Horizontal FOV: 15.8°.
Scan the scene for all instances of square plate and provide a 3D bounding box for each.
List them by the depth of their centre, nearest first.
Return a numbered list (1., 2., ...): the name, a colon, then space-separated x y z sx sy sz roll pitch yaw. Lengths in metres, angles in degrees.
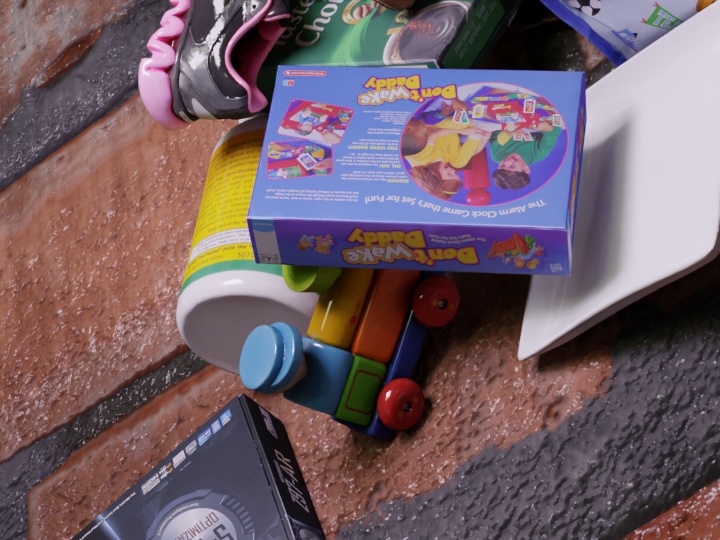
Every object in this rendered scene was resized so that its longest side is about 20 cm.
1. square plate: 0.176 -0.056 1.602 0.200 0.028 0.199 -33 36 52

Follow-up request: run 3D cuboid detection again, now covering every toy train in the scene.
1. toy train: 0.000 0.000 1.676 0.085 0.115 0.201 20 92 51

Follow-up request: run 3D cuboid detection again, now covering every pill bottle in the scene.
1. pill bottle: -0.056 -0.035 1.797 0.113 0.113 0.200 -20 45 35

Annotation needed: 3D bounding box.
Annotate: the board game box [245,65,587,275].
1. board game box: 0.038 -0.065 1.637 0.199 0.045 0.135 2 50 10

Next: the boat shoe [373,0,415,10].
1. boat shoe: -0.018 -0.222 1.774 0.068 0.072 0.200 -54 39 17

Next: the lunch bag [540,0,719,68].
1. lunch bag: 0.235 -0.232 1.648 0.200 0.124 0.170 -21 45 45

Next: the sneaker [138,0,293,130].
1. sneaker: -0.081 -0.188 1.748 0.095 0.079 0.201 3 77 31

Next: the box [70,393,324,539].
1. box: -0.119 0.201 1.727 0.200 0.044 0.160 -41 38 14

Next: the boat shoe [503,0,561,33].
1. boat shoe: 0.106 -0.199 1.796 0.200 0.070 0.070 -15 46 39

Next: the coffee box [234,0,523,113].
1. coffee box: 0.001 -0.161 1.770 0.200 0.044 0.123 2 44 38
